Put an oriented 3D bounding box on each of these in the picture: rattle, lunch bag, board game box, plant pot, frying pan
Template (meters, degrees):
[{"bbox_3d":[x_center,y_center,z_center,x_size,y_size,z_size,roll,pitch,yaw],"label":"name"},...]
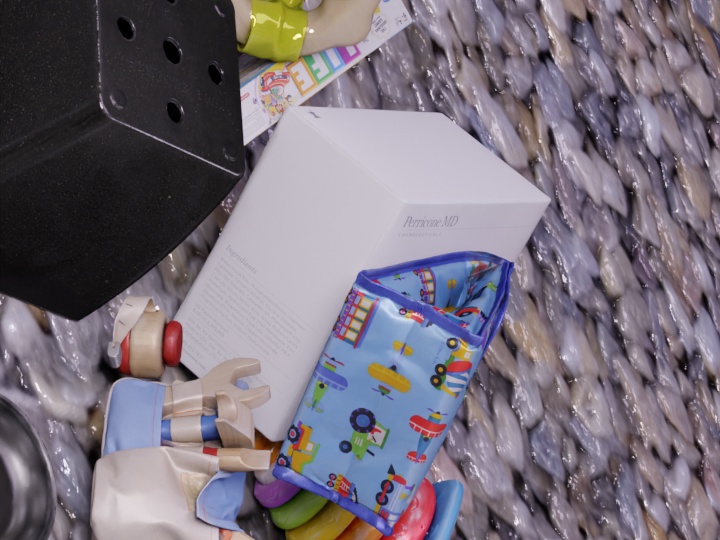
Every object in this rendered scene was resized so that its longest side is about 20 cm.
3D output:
[{"bbox_3d":[-0.048,-0.251,1.644,0.143,0.130,0.201,-78,162,-50],"label":"rattle"},{"bbox_3d":[0.037,0.067,1.664,0.094,0.151,0.200,27,18,11],"label":"lunch bag"},{"bbox_3d":[-0.072,-0.128,1.739,0.200,0.134,0.034,-39,105,-35],"label":"board game box"},{"bbox_3d":[-0.185,-0.110,1.580,0.200,0.177,0.200,24,53,-47],"label":"plant pot"},{"bbox_3d":[-0.255,0.107,1.489,0.190,0.031,0.115,38,43,-35],"label":"frying pan"}]

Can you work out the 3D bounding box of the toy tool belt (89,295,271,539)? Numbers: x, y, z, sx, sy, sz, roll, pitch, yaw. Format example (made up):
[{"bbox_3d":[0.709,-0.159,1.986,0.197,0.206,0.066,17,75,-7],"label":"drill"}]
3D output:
[{"bbox_3d":[-0.103,0.116,1.611,0.125,0.122,0.201,88,4,-59],"label":"toy tool belt"}]

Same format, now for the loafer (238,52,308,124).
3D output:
[{"bbox_3d":[-0.105,-0.197,1.851,0.200,0.063,0.072,60,34,-15],"label":"loafer"}]

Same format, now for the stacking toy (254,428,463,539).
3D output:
[{"bbox_3d":[-0.035,0.150,1.748,0.200,0.116,0.110,39,47,-18],"label":"stacking toy"}]

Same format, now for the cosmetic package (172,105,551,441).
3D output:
[{"bbox_3d":[0.000,0.000,1.742,0.123,0.201,0.199,38,22,27],"label":"cosmetic package"}]
